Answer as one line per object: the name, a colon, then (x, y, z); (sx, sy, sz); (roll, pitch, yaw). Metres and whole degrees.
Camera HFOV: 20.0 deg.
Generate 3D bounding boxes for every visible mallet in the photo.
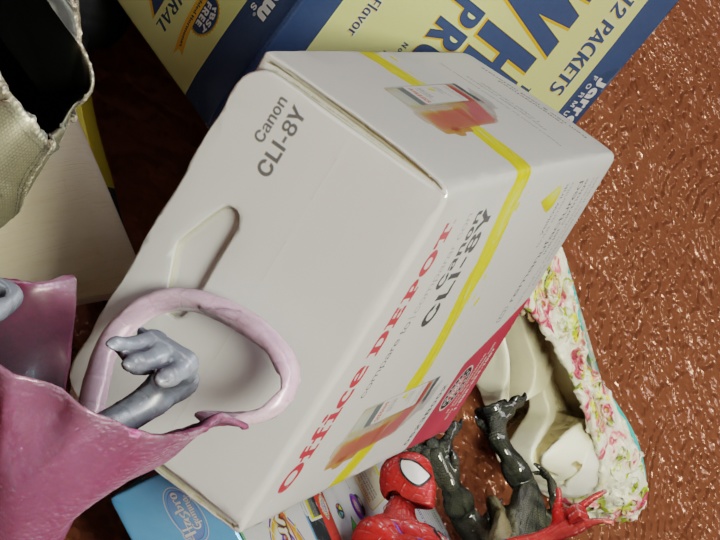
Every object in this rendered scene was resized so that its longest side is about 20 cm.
mallet: (-0.117, -0.041, 0.844); (0.066, 0.041, 0.200); (11, 64, -52)

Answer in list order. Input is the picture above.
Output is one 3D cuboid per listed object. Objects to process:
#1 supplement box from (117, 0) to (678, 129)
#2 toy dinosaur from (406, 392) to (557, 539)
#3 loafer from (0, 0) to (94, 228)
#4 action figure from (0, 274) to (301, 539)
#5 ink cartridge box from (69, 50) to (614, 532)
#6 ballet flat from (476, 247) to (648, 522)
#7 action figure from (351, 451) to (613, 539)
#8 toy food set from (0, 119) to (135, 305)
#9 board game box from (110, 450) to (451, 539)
supplement box: (-0.007, -0.151, 0.899); (0.200, 0.134, 0.200); (14, 32, -48)
toy dinosaur: (0.059, 0.106, 0.910); (0.088, 0.047, 0.200); (71, 17, 4)
loafer: (-0.117, -0.069, 0.693); (0.075, 0.070, 0.200); (51, 19, -27)
action figure: (-0.130, 0.092, 0.647); (0.134, 0.200, 0.149); (31, 24, 27)
ink cartridge box: (0.000, 0.000, 0.754); (0.083, 0.145, 0.200); (36, 18, 16)
ballet flat: (0.082, 0.058, 0.989); (0.064, 0.076, 0.200); (-49, 125, -40)
action figure: (0.055, 0.144, 0.765); (0.065, 0.099, 0.200); (43, 25, -50)
toy food set: (-0.180, -0.034, 0.744); (0.200, 0.060, 0.144); (-11, 72, -46)
board game box: (-0.013, 0.123, 0.820); (0.153, 0.040, 0.200); (63, 18, -1)
